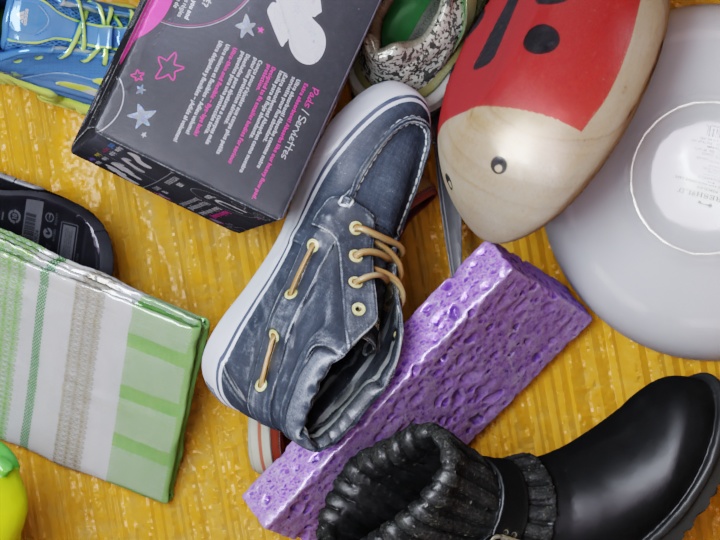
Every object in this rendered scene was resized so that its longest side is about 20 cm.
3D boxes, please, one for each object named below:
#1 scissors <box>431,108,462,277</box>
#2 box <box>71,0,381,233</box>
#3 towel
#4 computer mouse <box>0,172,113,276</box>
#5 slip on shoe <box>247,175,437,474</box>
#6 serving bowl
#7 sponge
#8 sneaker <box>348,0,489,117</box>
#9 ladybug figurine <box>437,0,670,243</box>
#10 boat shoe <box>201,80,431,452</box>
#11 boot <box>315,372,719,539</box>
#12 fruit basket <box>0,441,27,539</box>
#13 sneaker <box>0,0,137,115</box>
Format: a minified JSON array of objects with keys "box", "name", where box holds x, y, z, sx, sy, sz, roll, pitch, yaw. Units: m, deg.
[{"box":[0.042,-0.091,1.569,0.073,0.014,0.201,10,80,6],"name":"scissors"},{"box":[-0.061,-0.134,1.506,0.114,0.132,0.201,26,83,-9],"name":"box"},{"box":[-0.187,0.043,1.596,0.199,0.031,0.150,22,132,9],"name":"towel"},{"box":[-0.224,-0.052,1.624,0.199,0.046,0.141,8,101,22],"name":"computer mouse"},{"box":[-0.014,0.025,1.572,0.061,0.074,0.201,23,89,7],"name":"slip on shoe"},{"box":[0.193,-0.050,1.531,0.199,0.066,0.201,0,89,11],"name":"serving bowl"},{"box":[0.033,0.074,1.539,0.200,0.111,0.030,-46,60,8],"name":"sponge"},{"box":[0.054,-0.179,1.534,0.077,0.089,0.201,22,80,10],"name":"sneaker"},{"box":[0.099,-0.108,1.496,0.072,0.135,0.201,39,55,-22],"name":"ladybug figurine"},{"box":[0.000,0.000,1.489,0.091,0.071,0.201,30,90,44],"name":"boat shoe"},{"box":[0.093,0.112,1.502,0.158,0.079,0.211,36,99,-32],"name":"boot"},{"box":[-0.264,0.182,1.551,0.155,0.216,0.217,8,91,11],"name":"fruit basket"},{"box":[-0.155,-0.122,1.581,0.199,0.105,0.076,10,92,12],"name":"sneaker"}]
